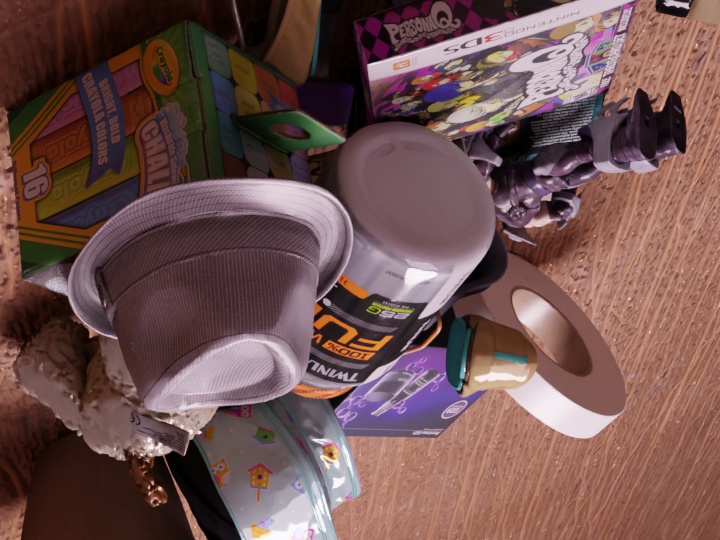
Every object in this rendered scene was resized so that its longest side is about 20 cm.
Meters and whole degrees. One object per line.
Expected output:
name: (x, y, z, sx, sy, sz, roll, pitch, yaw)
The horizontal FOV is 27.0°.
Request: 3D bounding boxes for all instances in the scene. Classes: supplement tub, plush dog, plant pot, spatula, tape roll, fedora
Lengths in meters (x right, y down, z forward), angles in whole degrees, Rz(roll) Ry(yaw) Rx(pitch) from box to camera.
supplement tub: (0.000, 0.000, 1.046, 0.122, 0.123, 0.200, -10, 152, -33)
plush dog: (-0.141, 0.074, 1.163, 0.199, 0.161, 0.171, -25, -174, 42)
plant pot: (-0.223, 0.239, 1.310, 0.198, 0.176, 0.201, -9, 149, -5)
spatula: (-0.025, -0.165, 1.043, 0.056, 0.021, 0.201, -1, 141, -10)
tape roll: (0.168, 0.066, 1.407, 0.037, 0.204, 0.202, -45, 148, 24)
fedora: (-0.087, 0.030, 0.913, 0.175, 0.091, 0.200, 1, 155, -25)

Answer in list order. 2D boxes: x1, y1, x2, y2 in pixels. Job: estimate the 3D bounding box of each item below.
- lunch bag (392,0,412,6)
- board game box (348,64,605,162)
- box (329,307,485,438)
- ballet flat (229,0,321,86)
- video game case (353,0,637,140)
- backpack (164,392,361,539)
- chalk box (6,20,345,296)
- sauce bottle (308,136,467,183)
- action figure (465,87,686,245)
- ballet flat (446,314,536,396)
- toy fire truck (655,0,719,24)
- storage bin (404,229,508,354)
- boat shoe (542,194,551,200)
lunch bag: (0.121, -0.227, 1.028, 0.198, 0.083, 0.161, -22, 154, -14)
board game box: (0.089, -0.117, 1.162, 0.198, 0.028, 0.136, -8, 145, -8)
box: (0.042, 0.092, 1.458, 0.199, 0.079, 0.141, 8, 136, -49)
ballet flat: (-0.049, -0.187, 0.946, 0.062, 0.069, 0.201, -5, 144, -15)
video game case: (0.089, -0.141, 1.003, 0.180, 0.036, 0.200, -17, 167, -2)
backpack: (-0.084, 0.169, 1.289, 0.152, 0.201, 0.177, -20, 134, -9)
chalk box: (-0.108, -0.068, 0.956, 0.199, 0.125, 0.125, -22, 155, 24)
sauce bottle: (-0.015, -0.060, 1.126, 0.198, 0.065, 0.065, -15, 152, 5)
action figure: (0.150, -0.079, 1.156, 0.199, 0.070, 0.130, -21, 155, 37)
ballet flat: (0.107, 0.074, 1.227, 0.062, 0.069, 0.200, 8, -179, -1)
toy fire truck: (0.296, -0.291, 1.066, 0.127, 0.202, 0.176, 10, 160, 4)
storage bin: (0.005, 0.013, 1.248, 0.198, 0.146, 0.135, -16, 158, -26)
boat shoe: (0.142, -0.129, 1.241, 0.066, 0.057, 0.201, -12, 145, -1)
